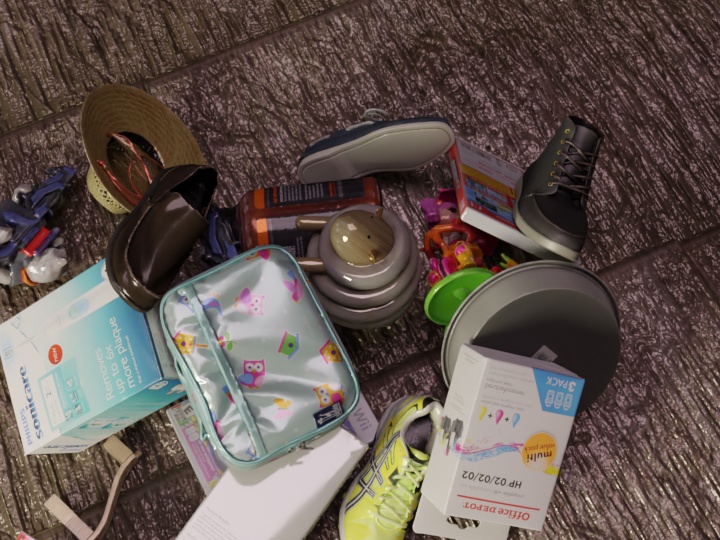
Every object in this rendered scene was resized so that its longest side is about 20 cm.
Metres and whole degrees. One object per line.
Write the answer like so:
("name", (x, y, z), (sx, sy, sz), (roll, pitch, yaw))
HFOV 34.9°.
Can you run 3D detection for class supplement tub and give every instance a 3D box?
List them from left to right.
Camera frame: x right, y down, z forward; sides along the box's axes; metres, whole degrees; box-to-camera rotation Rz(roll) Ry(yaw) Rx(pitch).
("supplement tub", (-0.072, -0.046, 1.306), (0.198, 0.107, 0.108), (-6, 63, -2))

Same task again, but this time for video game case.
("video game case", (-0.093, 0.168, 1.248), (0.199, 0.018, 0.144), (-26, 65, -12))
("video game case", (0.167, -0.078, 1.281), (0.142, 0.018, 0.200), (25, 25, -13))

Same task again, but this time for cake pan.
("cake pan", (0.184, 0.086, 1.191), (0.198, 0.202, 0.037), (-13, 30, -6))

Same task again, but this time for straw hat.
("straw hat", (-0.277, -0.116, 1.353), (0.085, 0.200, 0.202), (-35, 59, 32))

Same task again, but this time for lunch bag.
("lunch bag", (-0.101, 0.089, 1.112), (0.159, 0.077, 0.201), (-24, 81, -18))

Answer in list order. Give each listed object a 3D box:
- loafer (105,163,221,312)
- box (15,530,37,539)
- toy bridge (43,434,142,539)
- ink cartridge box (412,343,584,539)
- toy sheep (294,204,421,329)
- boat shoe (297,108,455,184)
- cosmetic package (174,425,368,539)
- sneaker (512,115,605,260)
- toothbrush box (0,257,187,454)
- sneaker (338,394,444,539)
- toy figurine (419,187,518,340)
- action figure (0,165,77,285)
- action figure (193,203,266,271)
("loafer", (-0.193, -0.045, 1.144), (0.071, 0.073, 0.201), (-25, 35, 33))
("box", (-0.264, 0.349, 1.101), (0.199, 0.095, 0.103), (29, 67, 6))
("toy bridge", (-0.301, 0.263, 1.197), (0.067, 0.027, 0.200), (38, 69, 15))
("ink cartridge box", (0.136, 0.185, 1.139), (0.114, 0.068, 0.202), (13, 96, -19))
("toy sheep", (0.000, 0.000, 1.207), (0.136, 0.200, 0.139), (-2, 64, 4))
("boat shoe", (0.018, -0.149, 1.356), (0.199, 0.075, 0.062), (-19, 42, 26))
("cosmetic package", (-0.092, 0.233, 1.160), (0.107, 0.085, 0.200), (36, 72, 6))
("sneaker", (0.217, -0.095, 1.218), (0.074, 0.107, 0.200), (24, 26, -12))
("toothbrush box", (-0.272, 0.087, 1.194), (0.199, 0.085, 0.148), (-28, 71, 25))
("sneaker", (0.033, 0.216, 1.180), (0.075, 0.076, 0.201), (23, 65, -13))
("toy figurine", (0.115, -0.019, 1.267), (0.150, 0.199, 0.185), (-44, 48, 24))
("action figure", (-0.416, -0.053, 1.334), (0.192, 0.105, 0.200), (30, 41, 7))
("action figure", (-0.155, 0.018, 1.244), (0.192, 0.105, 0.201), (-22, 65, 11))
